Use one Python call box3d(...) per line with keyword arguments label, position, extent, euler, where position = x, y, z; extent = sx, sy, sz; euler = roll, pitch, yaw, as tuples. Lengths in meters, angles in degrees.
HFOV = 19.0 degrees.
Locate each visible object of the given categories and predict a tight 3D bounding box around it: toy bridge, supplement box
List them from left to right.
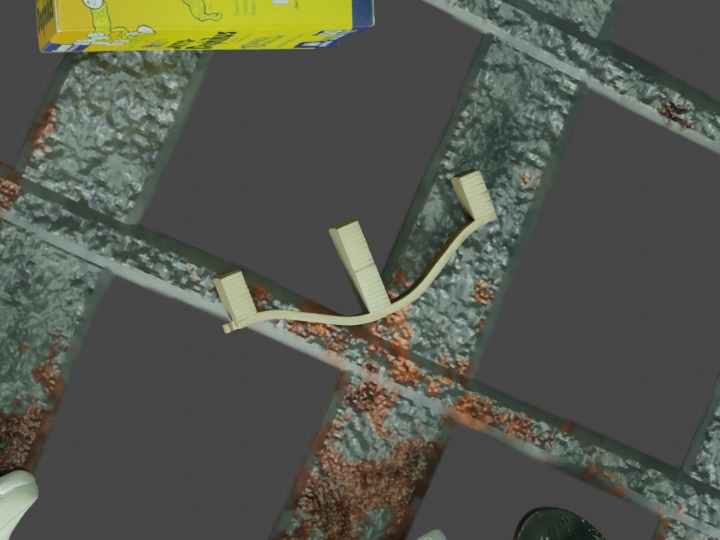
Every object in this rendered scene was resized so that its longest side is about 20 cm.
box3d(label="supplement box", position=(-0.102, -0.198, 1.359), extent=(0.199, 0.109, 0.110), euler=(-2, 89, -14))
box3d(label="toy bridge", position=(0.000, 0.000, 1.424), extent=(0.200, 0.027, 0.067), euler=(-24, 96, -13))

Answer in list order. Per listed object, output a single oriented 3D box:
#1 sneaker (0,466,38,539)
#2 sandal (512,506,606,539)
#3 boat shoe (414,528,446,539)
box3d(label="sneaker", position=(-0.259, 0.209, 1.329), extent=(0.081, 0.075, 0.200), euler=(39, 88, -4))
box3d(label="sandal", position=(0.156, 0.255, 1.448), extent=(0.075, 0.048, 0.201), euler=(-16, 94, -14))
box3d(label="boat shoe", position=(-0.023, 0.227, 1.397), extent=(0.200, 0.072, 0.069), euler=(-23, 73, -7))
